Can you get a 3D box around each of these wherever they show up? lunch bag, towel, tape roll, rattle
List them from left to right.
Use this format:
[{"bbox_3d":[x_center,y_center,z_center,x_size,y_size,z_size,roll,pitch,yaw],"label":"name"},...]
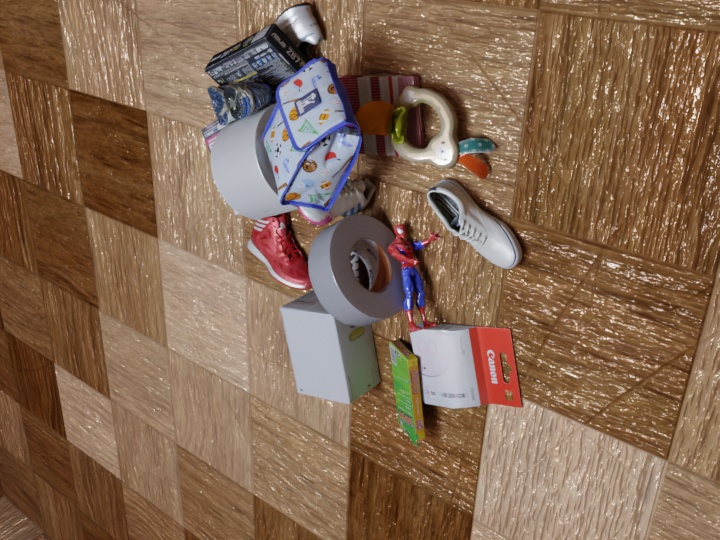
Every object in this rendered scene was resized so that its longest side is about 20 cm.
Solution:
[{"bbox_3d":[-0.168,-0.209,1.451,0.139,0.202,0.204,-8,103,43],"label":"tape roll"},{"bbox_3d":[-0.079,-0.229,1.258,0.200,0.123,0.171,-54,44,42],"label":"lunch bag"},{"bbox_3d":[0.000,0.000,1.397,0.066,0.200,0.201,-22,93,45],"label":"tape roll"},{"bbox_3d":[0.029,-0.282,1.370,0.199,0.023,0.145,11,116,39],"label":"towel"},{"bbox_3d":[0.112,-0.219,1.230,0.200,0.143,0.130,46,103,17],"label":"rattle"}]

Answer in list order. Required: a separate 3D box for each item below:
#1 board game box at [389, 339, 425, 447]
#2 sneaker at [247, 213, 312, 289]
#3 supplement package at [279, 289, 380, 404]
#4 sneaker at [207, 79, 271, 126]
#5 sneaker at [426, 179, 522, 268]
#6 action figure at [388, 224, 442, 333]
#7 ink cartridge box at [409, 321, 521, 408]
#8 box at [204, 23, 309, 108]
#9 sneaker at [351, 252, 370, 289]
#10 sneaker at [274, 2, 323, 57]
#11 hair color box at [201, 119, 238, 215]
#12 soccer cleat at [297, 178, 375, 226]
[{"bbox_3d":[0.095,0.248,1.514,0.096,0.030,0.201,-139,41,-63],"label":"board game box"},{"bbox_3d":[-0.164,-0.051,1.605,0.200,0.078,0.116,34,129,24],"label":"sneaker"},{"bbox_3d":[-0.062,0.158,1.585,0.155,0.111,0.201,4,112,40],"label":"supplement package"},{"bbox_3d":[-0.224,-0.321,1.421,0.200,0.085,0.077,22,132,57],"label":"sneaker"},{"bbox_3d":[0.188,-0.073,1.289,0.200,0.071,0.073,45,132,17],"label":"sneaker"},{"bbox_3d":[0.110,0.005,1.382,0.099,0.065,0.201,-24,80,48],"label":"action figure"},{"bbox_3d":[0.194,0.183,1.416,0.199,0.057,0.163,3,111,45],"label":"ink cartridge box"},{"bbox_3d":[-0.180,-0.369,1.437,0.199,0.049,0.161,-10,136,45],"label":"box"},{"bbox_3d":[-0.011,0.012,1.505,0.075,0.115,0.201,-14,65,27],"label":"sneaker"},{"bbox_3d":[-0.149,-0.422,1.433,0.200,0.074,0.087,-28,95,46],"label":"sneaker"},{"bbox_3d":[-0.259,-0.231,1.619,0.100,0.060,0.201,-16,98,44],"label":"hair color box"},{"bbox_3d":[-0.041,-0.136,1.378,0.086,0.200,0.070,-45,79,27],"label":"soccer cleat"}]
